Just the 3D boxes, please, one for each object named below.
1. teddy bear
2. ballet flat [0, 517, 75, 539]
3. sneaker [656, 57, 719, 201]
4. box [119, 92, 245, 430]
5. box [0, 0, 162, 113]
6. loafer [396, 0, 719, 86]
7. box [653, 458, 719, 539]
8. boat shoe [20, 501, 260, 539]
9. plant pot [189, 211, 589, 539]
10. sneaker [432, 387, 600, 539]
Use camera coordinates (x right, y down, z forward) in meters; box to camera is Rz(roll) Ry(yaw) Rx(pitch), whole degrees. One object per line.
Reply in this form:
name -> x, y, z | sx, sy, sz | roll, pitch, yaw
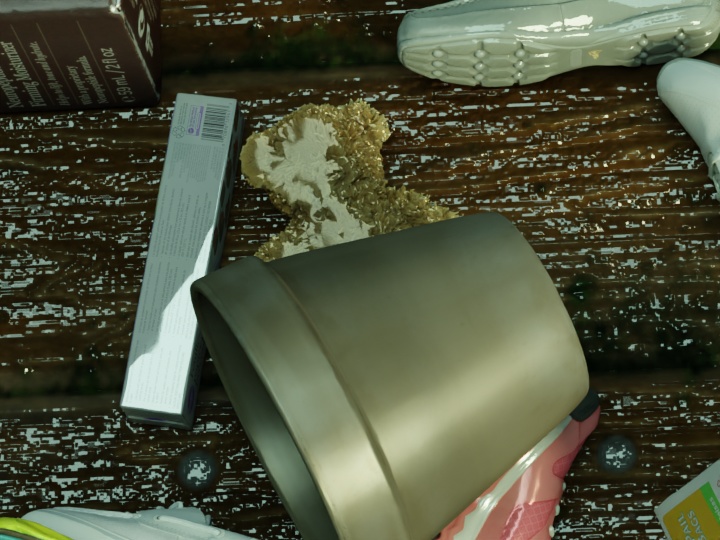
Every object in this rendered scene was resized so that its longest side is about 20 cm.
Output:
teddy bear -> 0.000, 0.000, 1.788 | 0.145, 0.067, 0.200 | -42, 80, 2
ballet flat -> -0.125, 0.190, 1.674 | 0.199, 0.067, 0.067 | 25, 97, 9
sneaker -> 0.240, -0.045, 1.770 | 0.080, 0.070, 0.200 | -44, 75, -6
box -> -0.106, -0.007, 1.805 | 0.041, 0.039, 0.201 | 6, 74, 8
box -> -0.227, -0.196, 1.807 | 0.199, 0.166, 0.165 | -3, 73, 5
loafer -> 0.118, -0.157, 1.819 | 0.199, 0.070, 0.070 | -6, 67, -5
box -> 0.278, 0.139, 1.643 | 0.199, 0.101, 0.113 | -10, 67, -37
boat shoe -> -0.102, 0.169, 1.740 | 0.199, 0.072, 0.069 | 13, 48, 19
plant pot -> 0.025, 0.058, 1.667 | 0.173, 0.200, 0.201 | -26, 72, -10
sneaker -> 0.080, 0.154, 1.735 | 0.087, 0.074, 0.200 | 47, 71, -16
